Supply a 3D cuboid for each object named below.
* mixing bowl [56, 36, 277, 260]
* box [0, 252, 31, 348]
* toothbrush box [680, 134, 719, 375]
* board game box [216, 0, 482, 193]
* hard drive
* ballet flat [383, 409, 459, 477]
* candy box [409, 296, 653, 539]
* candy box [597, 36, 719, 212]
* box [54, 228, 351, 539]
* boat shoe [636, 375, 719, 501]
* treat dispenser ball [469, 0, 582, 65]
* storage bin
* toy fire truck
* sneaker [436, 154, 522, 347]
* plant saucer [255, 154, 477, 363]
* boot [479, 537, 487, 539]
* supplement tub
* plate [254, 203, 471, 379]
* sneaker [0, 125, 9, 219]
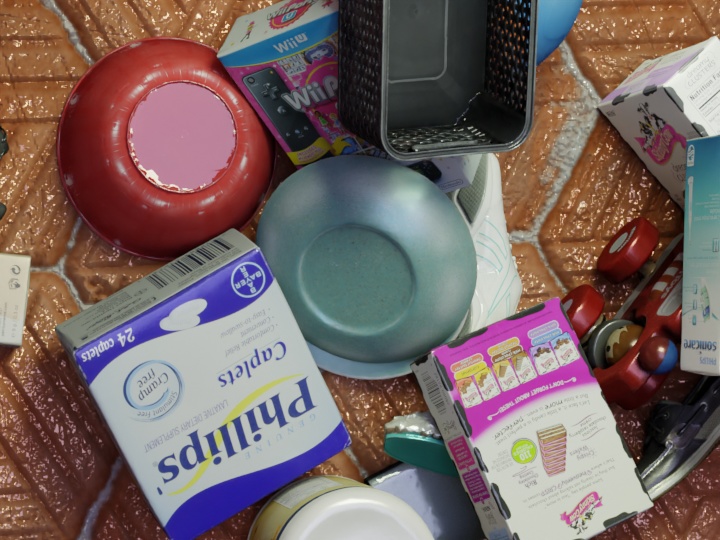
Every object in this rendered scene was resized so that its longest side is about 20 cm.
[{"bbox_3d":[-0.161,-0.111,1.648,0.199,0.108,0.202,0,88,-12],"label":"mixing bowl"},{"bbox_3d":[-0.382,0.017,1.602,0.198,0.095,0.078,7,86,-14],"label":"box"},{"bbox_3d":[0.353,-0.011,1.602,0.145,0.085,0.202,3,90,-14],"label":"toothbrush box"},{"bbox_3d":[-0.006,-0.146,1.630,0.200,0.147,0.064,55,36,-27],"label":"board game box"},{"bbox_3d":[0.119,0.210,1.739,0.199,0.033,0.140,-26,94,-12],"label":"hard drive"},{"bbox_3d":[0.111,0.157,1.698,0.199,0.072,0.072,19,84,-13],"label":"ballet flat"},{"bbox_3d":[0.147,0.142,1.636,0.136,0.061,0.201,-21,83,-22],"label":"candy box"},{"bbox_3d":[0.326,-0.104,1.726,0.071,0.168,0.200,-41,97,-10],"label":"candy box"},{"bbox_3d":[-0.133,0.099,1.630,0.183,0.105,0.201,-30,108,-11],"label":"box"},{"bbox_3d":[0.297,0.147,1.766,0.201,0.072,0.066,-39,91,-16],"label":"boat shoe"},{"bbox_3d":[0.098,-0.263,1.663,0.199,0.201,0.203,0,88,-13],"label":"treat dispenser ball"},{"bbox_3d":[0.061,-0.198,1.507,0.134,0.094,0.201,-7,110,-22],"label":"storage bin"},{"bbox_3d":[0.262,0.041,1.707,0.112,0.168,0.200,41,80,-8],"label":"toy fire truck"},{"bbox_3d":[0.107,-0.011,1.734,0.080,0.070,0.202,14,75,-41],"label":"sneaker"},{"bbox_3d":[0.000,0.000,1.643,0.199,0.039,0.202,6,117,12],"label":"plant saucer"},{"bbox_3d":[0.147,0.294,1.692,0.199,0.070,0.147,-18,125,-11],"label":"boot"},{"bbox_3d":[-0.021,0.251,1.620,0.143,0.200,0.146,0,88,-13],"label":"supplement tub"},{"bbox_3d":[0.002,0.003,1.680,0.199,0.026,0.201,5,117,10],"label":"plate"},{"bbox_3d":[-0.349,-0.128,1.633,0.090,0.076,0.202,-5,96,-22],"label":"sneaker"}]
